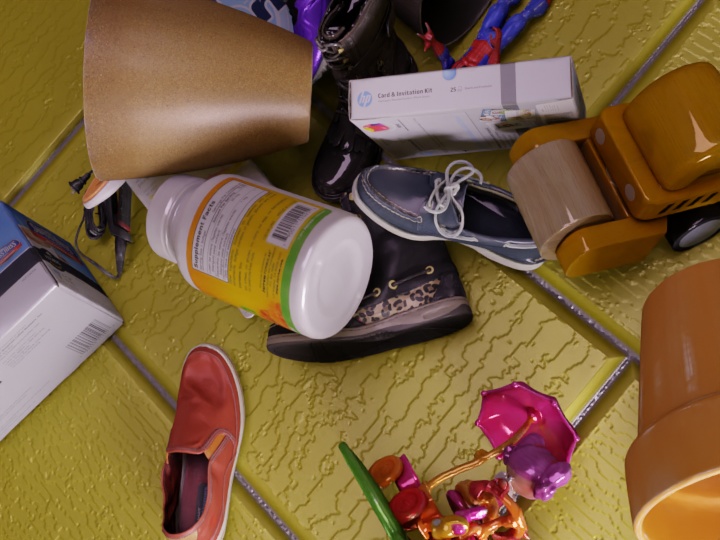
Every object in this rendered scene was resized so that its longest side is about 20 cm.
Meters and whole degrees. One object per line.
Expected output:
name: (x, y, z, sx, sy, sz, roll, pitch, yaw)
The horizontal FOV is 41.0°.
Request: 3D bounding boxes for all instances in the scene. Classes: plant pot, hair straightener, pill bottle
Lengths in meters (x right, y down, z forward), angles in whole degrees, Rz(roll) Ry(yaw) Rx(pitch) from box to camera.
plant pot: (0.294, 0.101, 0.740, 0.196, 0.201, 0.186, -12, 52, 14)
hair straightener: (-0.286, -0.087, 1.079, 0.075, 0.041, 0.204, -10, 73, 15)
pill bottle: (-0.097, -0.022, 0.870, 0.197, 0.111, 0.113, 20, 79, 30)
plant pot: (-0.144, -0.176, 0.909, 0.195, 0.187, 0.190, 2, 71, -5)

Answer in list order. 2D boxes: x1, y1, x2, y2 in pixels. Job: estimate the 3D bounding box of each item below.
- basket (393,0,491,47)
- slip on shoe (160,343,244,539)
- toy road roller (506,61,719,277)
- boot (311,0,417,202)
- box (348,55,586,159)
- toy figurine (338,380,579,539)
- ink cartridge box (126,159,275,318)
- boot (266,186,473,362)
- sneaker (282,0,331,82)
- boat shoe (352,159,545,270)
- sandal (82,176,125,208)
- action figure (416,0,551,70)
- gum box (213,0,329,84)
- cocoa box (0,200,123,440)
basket: (0.043, -0.355, 1.004, 0.199, 0.135, 0.183, 34, 101, 30)
slip on shoe: (-0.156, 0.167, 0.929, 0.073, 0.061, 0.204, -4, 69, 19)
toy road roller: (0.236, -0.094, 0.814, 0.196, 0.147, 0.125, -13, 64, -18)
boot: (-0.013, -0.183, 0.936, 0.068, 0.174, 0.203, 22, 80, 20)
box: (0.105, -0.146, 0.894, 0.196, 0.156, 0.042, -4, 82, 18)
toy figurine: (0.101, 0.172, 0.792, 0.182, 0.152, 0.200, -31, 23, -6)
ink cartridge box: (-0.143, -0.062, 0.999, 0.116, 0.068, 0.200, -43, 64, 1)
boot: (0.000, 0.000, 0.926, 0.196, 0.073, 0.154, -13, 69, 10)
sneaker: (-0.059, -0.292, 0.950, 0.097, 0.070, 0.204, 9, 108, -11)
boat shoe: (0.090, -0.056, 0.879, 0.197, 0.062, 0.076, 23, 65, -2)
sandal: (-0.249, -0.155, 1.025, 0.078, 0.059, 0.209, -21, 34, 38)
action figure: (0.129, -0.248, 0.958, 0.065, 0.099, 0.202, 33, 87, 26)
gum box: (-0.105, -0.279, 0.997, 0.169, 0.201, 0.045, -40, 27, 0)
cocoa box: (-0.378, 0.057, 1.001, 0.200, 0.133, 0.131, -43, 64, 0)
